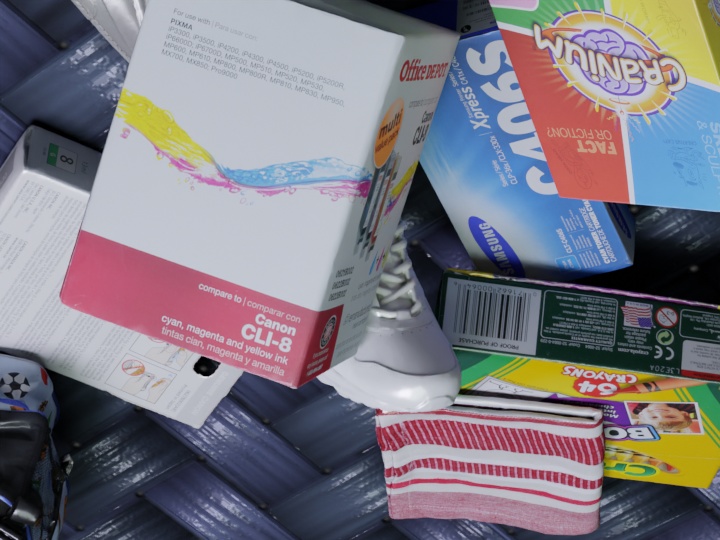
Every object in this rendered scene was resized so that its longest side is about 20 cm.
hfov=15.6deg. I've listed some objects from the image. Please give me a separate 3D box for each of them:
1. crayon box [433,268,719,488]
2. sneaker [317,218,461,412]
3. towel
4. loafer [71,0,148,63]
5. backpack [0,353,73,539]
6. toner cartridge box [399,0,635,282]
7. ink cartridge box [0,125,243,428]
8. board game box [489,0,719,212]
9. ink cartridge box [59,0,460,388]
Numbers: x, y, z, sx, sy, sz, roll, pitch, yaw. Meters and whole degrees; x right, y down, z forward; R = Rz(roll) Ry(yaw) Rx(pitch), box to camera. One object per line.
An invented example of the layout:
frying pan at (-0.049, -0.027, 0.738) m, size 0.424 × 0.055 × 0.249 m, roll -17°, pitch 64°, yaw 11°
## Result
crayon box at (0.139, 0.071, 1.646) m, size 0.199 × 0.058 × 0.173 m, roll 8°, pitch 154°, yaw 0°
sneaker at (0.000, 0.000, 1.545) m, size 0.078 × 0.200 × 0.100 m, roll -10°, pitch 133°, yaw -32°
towel at (0.084, 0.126, 1.686) m, size 0.144 × 0.023 × 0.200 m, roll 4°, pitch 156°, yaw 6°
loafer at (-0.147, -0.179, 1.469) m, size 0.070 × 0.070 × 0.200 m, roll -3°, pitch 134°, yaw 29°
backpack at (-0.277, 0.136, 1.717) m, size 0.199 × 0.154 × 0.191 m, roll 14°, pitch 148°, yaw 10°
toner cartridge box at (0.086, -0.074, 1.555) m, size 0.095 × 0.043 × 0.200 m, roll -13°, pitch 131°, yaw 21°
ink cartridge box at (-0.155, 0.007, 1.665) m, size 0.200 × 0.050 × 0.161 m, roll 21°, pitch 133°, yaw -21°
board game box at (0.142, -0.129, 1.412) m, size 0.153 × 0.040 × 0.200 m, roll 7°, pitch 127°, yaw 48°
ink cartridge box at (-0.052, -0.060, 1.436) m, size 0.144 × 0.145 × 0.201 m, roll 19°, pitch 100°, yaw 12°
